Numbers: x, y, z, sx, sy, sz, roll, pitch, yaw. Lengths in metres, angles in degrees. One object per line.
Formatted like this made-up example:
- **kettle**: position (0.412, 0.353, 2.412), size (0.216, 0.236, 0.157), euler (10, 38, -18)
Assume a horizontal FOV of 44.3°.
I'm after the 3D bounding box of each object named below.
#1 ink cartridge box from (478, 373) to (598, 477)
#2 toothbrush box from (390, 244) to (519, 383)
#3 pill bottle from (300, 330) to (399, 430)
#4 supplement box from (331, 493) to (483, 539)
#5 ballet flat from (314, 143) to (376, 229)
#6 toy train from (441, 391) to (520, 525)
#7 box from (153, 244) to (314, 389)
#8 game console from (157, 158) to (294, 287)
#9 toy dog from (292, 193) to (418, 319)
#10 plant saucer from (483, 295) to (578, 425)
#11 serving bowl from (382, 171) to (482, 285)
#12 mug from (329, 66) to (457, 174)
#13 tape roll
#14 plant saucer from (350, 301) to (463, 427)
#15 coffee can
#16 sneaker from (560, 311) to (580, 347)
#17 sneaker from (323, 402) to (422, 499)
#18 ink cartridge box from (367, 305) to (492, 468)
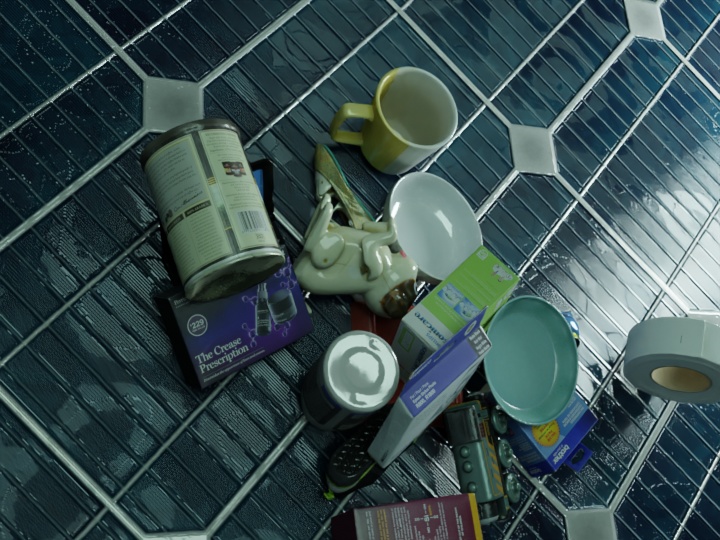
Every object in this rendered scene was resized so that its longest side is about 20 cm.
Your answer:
- **ink cartridge box**: position (0.300, 0.244, 1.470), size (0.136, 0.076, 0.201), euler (-39, 90, -29)
- **toothbrush box**: position (0.141, 0.079, 1.376), size (0.086, 0.147, 0.199), euler (40, 60, 15)
- **pill bottle**: position (-0.023, 0.168, 1.288), size (0.111, 0.200, 0.117), euler (5, 69, -15)
- **supplement box**: position (0.067, 0.387, 1.297), size (0.195, 0.110, 0.088), euler (-1, 70, -23)
- **ballet flat**: position (-0.036, -0.117, 1.475), size (0.070, 0.071, 0.202), euler (-30, 84, -29)
- **toy train**: position (0.186, 0.293, 1.374), size (0.113, 0.084, 0.205), euler (3, 74, -56)
- **box**: position (-0.184, 0.064, 1.308), size (0.197, 0.078, 0.144), euler (-26, 101, -27)
- **game console**: position (-0.196, -0.044, 1.348), size (0.197, 0.116, 0.179), euler (-22, 80, -27)
- **toy dog**: position (0.000, 0.000, 1.374), size (0.197, 0.140, 0.197), euler (25, 90, -8)
- **plant saucer**: position (0.265, 0.144, 1.411), size (0.196, 0.036, 0.205), euler (6, 78, -30)
- **serving bowl**: position (0.112, -0.063, 1.503), size (0.197, 0.066, 0.205), euler (16, 59, -29)
- **mug**: position (0.053, -0.251, 1.508), size (0.184, 0.153, 0.151), euler (31, 62, -8)
- **tape roll**: position (0.560, 0.158, 1.537), size (0.199, 0.202, 0.072), euler (25, 63, -12)
- **plant saucer**: position (0.083, 0.149, 1.437), size (0.195, 0.037, 0.205), euler (5, 69, -21)
- **coffee can**: position (-0.202, -0.081, 1.207), size (0.144, 0.146, 0.204), euler (-15, 75, -26)
- **sneaker**: position (0.288, 0.090, 1.535), size (0.195, 0.066, 0.080), euler (9, 51, -18)
- **sneaker**: position (0.017, 0.276, 1.343), size (0.198, 0.084, 0.072), euler (-28, 54, -32)
- **ink cartridge box**: position (0.108, 0.168, 1.264), size (0.040, 0.202, 0.199), euler (40, 50, 17)
